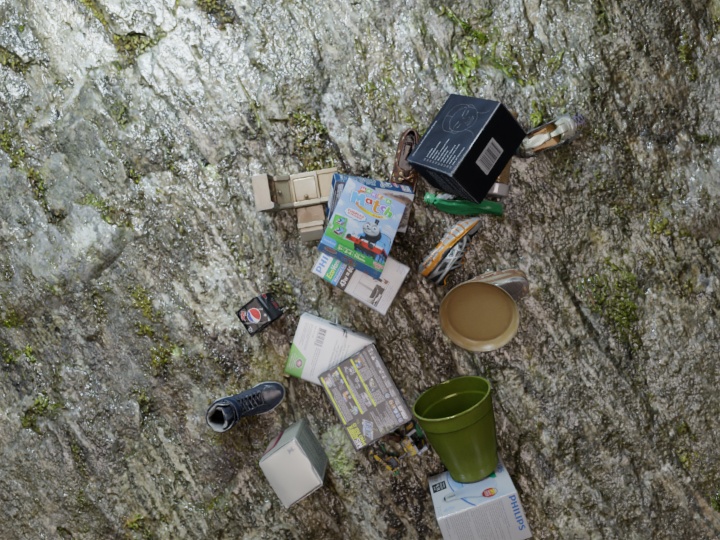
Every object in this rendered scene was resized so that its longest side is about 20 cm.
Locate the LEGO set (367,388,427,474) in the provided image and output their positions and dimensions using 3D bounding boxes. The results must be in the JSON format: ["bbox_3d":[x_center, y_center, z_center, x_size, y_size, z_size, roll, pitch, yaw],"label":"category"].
[{"bbox_3d":[0.077,0.400,1.732,0.151,0.116,0.204,-26,90,3],"label":"LEGO set"}]

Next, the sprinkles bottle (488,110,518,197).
[{"bbox_3d":[0.340,-0.285,1.726,0.066,0.068,0.206,8,92,2],"label":"sprinkles bottle"}]

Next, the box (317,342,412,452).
[{"bbox_3d":[0.011,0.299,1.675,0.158,0.044,0.203,-30,84,4],"label":"box"}]

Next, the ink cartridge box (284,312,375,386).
[{"bbox_3d":[-0.073,0.209,1.749,0.195,0.084,0.149,19,93,2],"label":"ink cartridge box"}]

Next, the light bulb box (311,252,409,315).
[{"bbox_3d":[0.000,0.000,1.675,0.197,0.198,0.127,31,90,0],"label":"light bulb box"}]

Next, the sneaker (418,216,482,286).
[{"bbox_3d":[0.232,-0.049,1.741,0.077,0.078,0.200,42,96,-13],"label":"sneaker"}]

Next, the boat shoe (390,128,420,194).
[{"bbox_3d":[0.110,-0.247,1.736,0.068,0.070,0.207,4,93,-2],"label":"boat shoe"}]

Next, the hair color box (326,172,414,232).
[{"bbox_3d":[0.022,-0.162,1.689,0.194,0.061,0.103,8,114,-12],"label":"hair color box"}]

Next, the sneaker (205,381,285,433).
[{"bbox_3d":[-0.284,0.335,1.732,0.197,0.146,0.079,-19,89,1],"label":"sneaker"}]

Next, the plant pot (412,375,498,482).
[{"bbox_3d":[0.246,0.392,1.703,0.195,0.201,0.198,-19,103,3],"label":"plant pot"}]

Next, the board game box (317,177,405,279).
[{"bbox_3d":[0.005,-0.096,1.566,0.148,0.037,0.203,25,53,-5],"label":"board game box"}]

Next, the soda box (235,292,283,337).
[{"bbox_3d":[-0.240,0.102,1.694,0.063,0.200,0.072,-36,90,2],"label":"soda box"}]

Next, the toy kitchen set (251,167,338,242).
[{"bbox_3d":[-0.141,-0.153,1.693,0.194,0.180,0.168,-10,93,2],"label":"toy kitchen set"}]

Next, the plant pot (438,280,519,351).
[{"bbox_3d":[0.289,0.108,1.723,0.194,0.028,0.205,6,122,10],"label":"plant pot"}]

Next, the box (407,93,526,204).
[{"bbox_3d":[0.244,-0.287,1.643,0.123,0.196,0.202,36,88,-35],"label":"box"}]

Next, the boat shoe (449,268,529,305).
[{"bbox_3d":[0.317,0.041,1.739,0.194,0.073,0.077,-8,125,18],"label":"boat shoe"}]

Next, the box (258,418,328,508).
[{"bbox_3d":[-0.157,0.460,1.702,0.108,0.200,0.130,-33,90,2],"label":"box"}]

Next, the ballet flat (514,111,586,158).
[{"bbox_3d":[0.466,-0.329,1.720,0.196,0.072,0.074,-24,91,2],"label":"ballet flat"}]

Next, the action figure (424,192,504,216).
[{"bbox_3d":[0.252,-0.167,1.725,0.194,0.118,0.056,7,78,11],"label":"action figure"}]

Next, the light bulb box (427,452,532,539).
[{"bbox_3d":[0.279,0.563,1.685,0.195,0.198,0.128,-20,101,2],"label":"light bulb box"}]
